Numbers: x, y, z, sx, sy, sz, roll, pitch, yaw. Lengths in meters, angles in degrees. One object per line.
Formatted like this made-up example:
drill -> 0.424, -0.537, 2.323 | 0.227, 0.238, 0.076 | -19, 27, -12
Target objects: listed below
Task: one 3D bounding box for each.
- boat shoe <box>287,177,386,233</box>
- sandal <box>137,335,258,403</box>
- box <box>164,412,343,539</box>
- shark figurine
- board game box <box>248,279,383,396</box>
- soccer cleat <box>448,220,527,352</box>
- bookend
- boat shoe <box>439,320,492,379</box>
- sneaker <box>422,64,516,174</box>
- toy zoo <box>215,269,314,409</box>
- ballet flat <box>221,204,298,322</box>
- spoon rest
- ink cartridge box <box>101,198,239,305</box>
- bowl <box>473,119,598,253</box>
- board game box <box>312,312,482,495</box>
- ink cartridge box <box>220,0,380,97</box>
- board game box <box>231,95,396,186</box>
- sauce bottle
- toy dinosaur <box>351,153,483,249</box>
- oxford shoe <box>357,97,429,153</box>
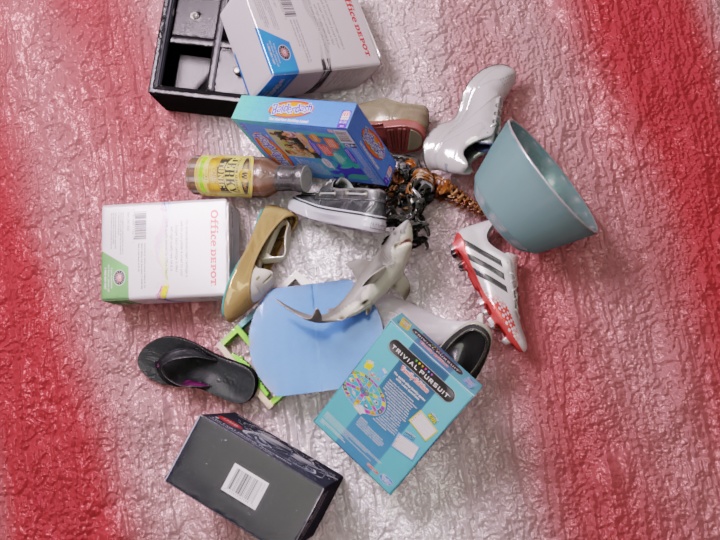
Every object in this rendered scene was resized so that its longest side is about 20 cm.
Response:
boat shoe -> -0.028, -0.100, 1.372 | 0.199, 0.072, 0.072 | 14, 91, 44
sandal -> -0.250, 0.147, 1.401 | 0.198, 0.048, 0.076 | 12, 95, 16
box -> -0.143, 0.291, 1.311 | 0.198, 0.182, 0.105 | 29, 86, 9
shark figurine -> -0.011, 0.019, 1.345 | 0.214, 0.129, 0.089 | -38, 53, -13
board game box -> -0.064, 0.101, 1.381 | 0.197, 0.039, 0.160 | -7, 77, 0
soccer cleat -> 0.204, 0.021, 1.364 | 0.085, 0.069, 0.202 | -28, 76, 4
bookend -> -0.207, -0.346, 1.452 | 0.197, 0.092, 0.202 | 8, 83, 7
boat shoe -> 0.122, 0.161, 1.320 | 0.071, 0.068, 0.201 | 34, 109, -4
sneaker -> 0.177, -0.216, 1.376 | 0.087, 0.075, 0.201 | 27, 76, 36
toy zoo -> -0.105, 0.094, 1.414 | 0.200, 0.020, 0.131 | -42, 80, 0
ballet flat -> -0.145, -0.012, 1.383 | 0.062, 0.069, 0.202 | 9, 63, 19
spoon rest -> 0.090, 0.089, 1.380 | 0.197, 0.061, 0.101 | -2, 80, 21
ink cartridge box -> -0.286, -0.026, 1.422 | 0.197, 0.084, 0.147 | -3, 82, 7
bowl -> 0.236, -0.103, 1.328 | 0.105, 0.200, 0.202 | -40, 79, 20
board game box -> 0.049, 0.185, 1.290 | 0.151, 0.047, 0.201 | 41, 113, 11
ink cartridge box -> -0.087, -0.344, 1.390 | 0.198, 0.084, 0.148 | -13, 78, -36
board game box -> -0.066, -0.187, 1.350 | 0.198, 0.152, 0.045 | 10, 68, 29
sauce bottle -> -0.168, -0.143, 1.411 | 0.198, 0.065, 0.066 | 2, 82, 23
toy dinosaur -> 0.078, -0.111, 1.388 | 0.198, 0.102, 0.137 | 4, 64, 29
oxford shoe -> 0.011, -0.227, 1.433 | 0.197, 0.071, 0.075 | 9, 53, 13
